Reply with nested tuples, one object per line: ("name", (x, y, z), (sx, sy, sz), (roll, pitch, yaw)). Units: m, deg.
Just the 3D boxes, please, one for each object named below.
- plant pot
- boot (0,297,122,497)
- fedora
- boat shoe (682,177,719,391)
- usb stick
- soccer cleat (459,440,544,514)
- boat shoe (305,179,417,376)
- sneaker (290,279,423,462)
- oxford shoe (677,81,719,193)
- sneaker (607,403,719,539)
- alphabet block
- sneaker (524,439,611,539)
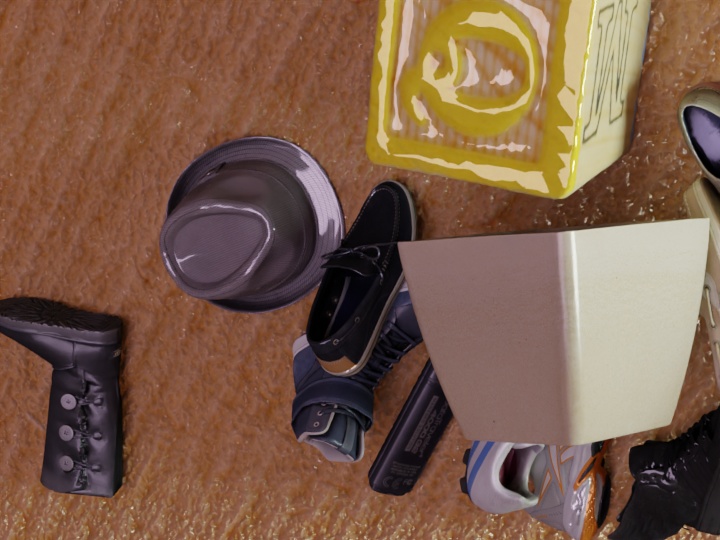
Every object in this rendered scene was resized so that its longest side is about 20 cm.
("plant pot", (0.174, 0.053, 1.475), (0.199, 0.199, 0.179), (-3, 93, 48))
("boot", (-0.334, 0.141, 1.863), (0.163, 0.066, 0.202), (12, 113, 23))
("fedora", (-0.124, -0.036, 1.698), (0.198, 0.090, 0.179), (-15, 98, 27))
("boat shoe", (0.320, 0.017, 1.526), (0.064, 0.072, 0.202), (-16, 103, 26))
("usb stick", (0.066, 0.140, 1.687), (0.055, 0.033, 0.201), (13, 118, -27))
("soccer cleat", (0.143, 0.129, 1.607), (0.086, 0.069, 0.202), (-3, 85, 49))
("boat shoe", (0.000, 0.000, 1.618), (0.074, 0.062, 0.202), (6, 68, 38))
("sneaker", (0.012, 0.103, 1.641), (0.202, 0.147, 0.077), (-31, 128, 33))
("oxford shoe", (0.341, -0.072, 1.487), (0.071, 0.074, 0.200), (-43, 85, 28))
("sneaker", (0.295, 0.182, 1.574), (0.103, 0.060, 0.201), (14, 128, 15))
("alphabet block", (0.133, -0.188, 1.478), (0.193, 0.200, 0.199), (11, 108, 21))
("sneaker", (0.192, 0.158, 1.623), (0.091, 0.076, 0.202), (14, 107, 27))
